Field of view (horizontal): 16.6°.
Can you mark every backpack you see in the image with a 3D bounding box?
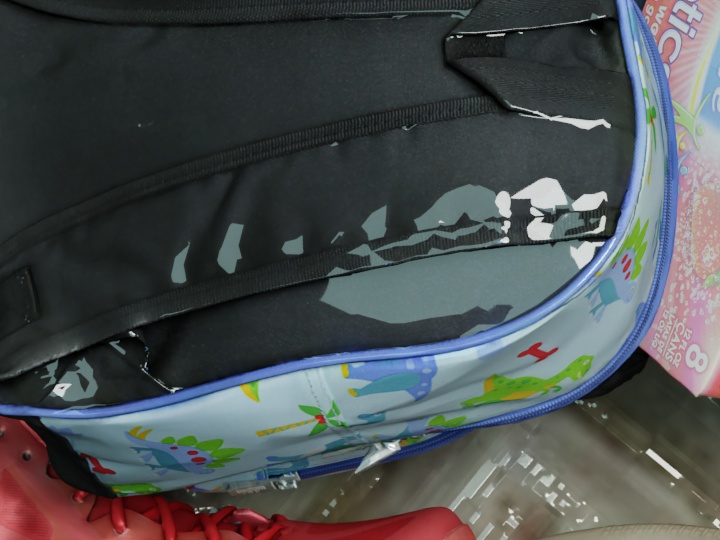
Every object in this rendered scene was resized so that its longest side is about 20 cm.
[{"bbox_3d":[-0.007,-0.030,0.727,0.199,0.147,0.184,-9,67,14],"label":"backpack"}]

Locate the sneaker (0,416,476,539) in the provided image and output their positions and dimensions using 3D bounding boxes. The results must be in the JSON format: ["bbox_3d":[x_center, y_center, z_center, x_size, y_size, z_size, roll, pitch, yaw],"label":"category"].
[{"bbox_3d":[-0.068,0.083,0.799,0.199,0.078,0.116,-19,84,-1],"label":"sneaker"}]

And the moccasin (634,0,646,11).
[{"bbox_3d":[0.106,-0.105,0.811,0.068,0.080,0.201,15,85,4],"label":"moccasin"}]

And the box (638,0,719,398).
[{"bbox_3d":[0.149,-0.065,0.741,0.102,0.095,0.201,9,111,-31],"label":"box"}]

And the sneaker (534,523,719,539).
[{"bbox_3d":[0.132,0.132,0.775,0.199,0.071,0.076,7,55,2],"label":"sneaker"}]

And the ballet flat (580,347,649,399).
[{"bbox_3d":[0.000,0.000,0.814,0.199,0.057,0.067,8,84,4],"label":"ballet flat"}]
